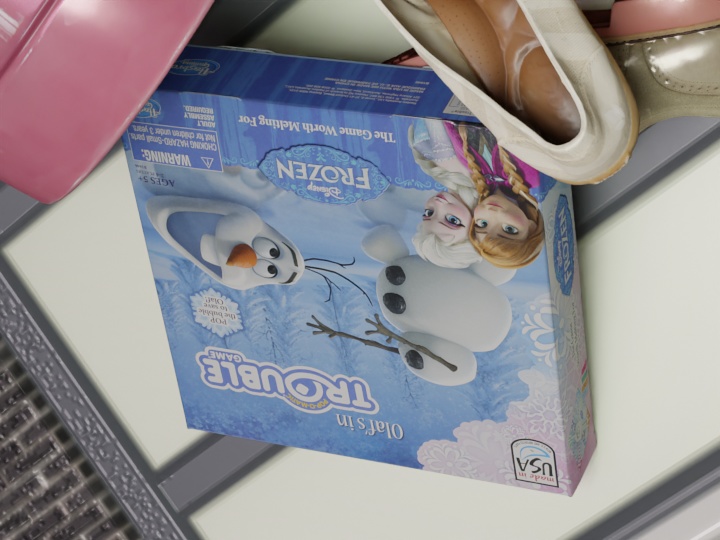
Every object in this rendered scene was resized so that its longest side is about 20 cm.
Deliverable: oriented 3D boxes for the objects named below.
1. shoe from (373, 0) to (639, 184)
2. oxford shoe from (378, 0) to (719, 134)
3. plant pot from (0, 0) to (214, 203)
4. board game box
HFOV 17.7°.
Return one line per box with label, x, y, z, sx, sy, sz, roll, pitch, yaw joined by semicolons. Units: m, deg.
shoe;0.040;-0.120;0.912;0.070;0.053;0.200;-41;76;22
oxford shoe;0.083;-0.076;0.999;0.199;0.070;0.075;-10;104;27
plant pot;-0.151;-0.154;0.941;0.179;0.200;0.200;31;118;-16
board game box;0.000;0.000;1.036;0.199;0.043;0.200;8;130;23
